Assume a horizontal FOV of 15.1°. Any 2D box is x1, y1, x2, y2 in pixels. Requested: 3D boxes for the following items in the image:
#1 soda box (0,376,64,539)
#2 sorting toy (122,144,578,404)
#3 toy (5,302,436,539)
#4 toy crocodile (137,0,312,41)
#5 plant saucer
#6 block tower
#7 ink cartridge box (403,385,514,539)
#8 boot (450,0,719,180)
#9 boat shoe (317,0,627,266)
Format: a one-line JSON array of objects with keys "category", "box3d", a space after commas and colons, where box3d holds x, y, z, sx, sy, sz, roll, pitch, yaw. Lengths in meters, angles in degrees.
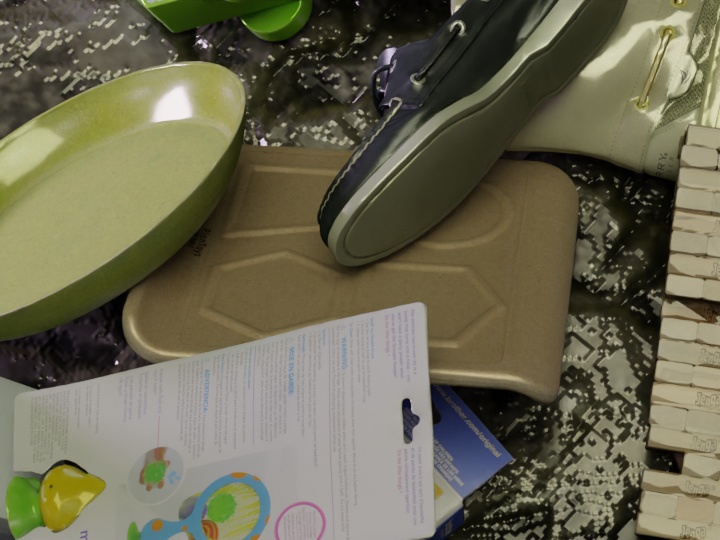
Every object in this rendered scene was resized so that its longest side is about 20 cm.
[{"category": "soda box", "box3d": [-0.234, 0.066, 1.239, 0.200, 0.064, 0.068, 23, 64, -31]}, {"category": "sorting toy", "box3d": [0.000, 0.000, 1.290, 0.200, 0.037, 0.185, 7, 35, 4]}, {"category": "toy", "box3d": [-0.058, 0.091, 1.192, 0.200, 0.047, 0.115, -12, 57, 15]}, {"category": "toy crocodile", "box3d": [-0.021, -0.165, 1.359, 0.200, 0.068, 0.062, -16, 68, 20]}, {"category": "plant saucer", "box3d": [-0.135, -0.028, 1.295, 0.200, 0.031, 0.200, -25, 28, 14]}, {"category": "block tower", "box3d": [0.166, 0.027, 1.270, 0.058, 0.054, 0.200, 9, 85, 6]}, {"category": "ink cartridge box", "box3d": [-0.039, 0.114, 1.281, 0.200, 0.042, 0.119, -39, 71, -10]}, {"category": "boot", "box3d": [0.122, -0.144, 1.360, 0.154, 0.072, 0.200, 7, 72, 7]}, {"category": "boat shoe", "box3d": [0.039, -0.087, 1.278, 0.066, 0.075, 0.199, 37, 77, 24]}]
